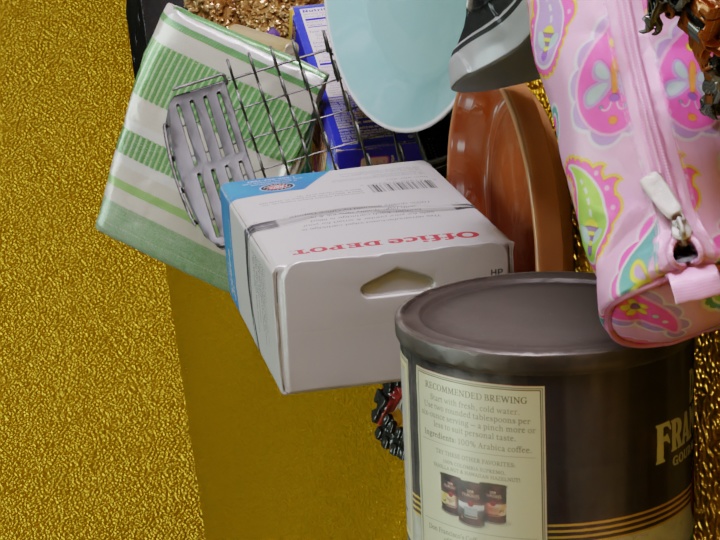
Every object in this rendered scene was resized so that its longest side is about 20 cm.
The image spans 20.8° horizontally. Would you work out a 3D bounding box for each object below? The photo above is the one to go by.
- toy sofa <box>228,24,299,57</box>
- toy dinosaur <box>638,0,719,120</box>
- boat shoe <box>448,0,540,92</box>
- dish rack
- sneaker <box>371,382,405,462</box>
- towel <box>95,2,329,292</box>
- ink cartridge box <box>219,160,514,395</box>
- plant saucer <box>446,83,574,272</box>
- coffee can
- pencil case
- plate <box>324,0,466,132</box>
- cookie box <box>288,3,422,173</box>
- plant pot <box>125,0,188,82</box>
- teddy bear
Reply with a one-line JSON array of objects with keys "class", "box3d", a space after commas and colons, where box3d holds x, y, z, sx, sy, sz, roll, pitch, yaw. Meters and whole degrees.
[{"class": "toy sofa", "box3d": [-0.082, -0.091, 1.574, 0.083, 0.097, 0.201, 24, 122, 49]}, {"class": "toy dinosaur", "box3d": [0.146, -0.157, 0.788, 0.136, 0.102, 0.201, 29, 113, 47]}, {"class": "boat shoe", "box3d": [0.091, -0.150, 1.042, 0.199, 0.073, 0.068, 129, 130, -73]}, {"class": "dish rack", "box3d": [-0.040, -0.104, 1.392, 0.055, 0.199, 0.154, 77, 174, -62]}, {"class": "sneaker", "box3d": [0.088, 0.109, 1.208, 0.200, 0.082, 0.078, 42, 118, 53]}, {"class": "towel", "box3d": [-0.114, -0.089, 1.507, 0.023, 0.152, 0.201, -44, -24, -60]}, {"class": "ink cartridge box", "box3d": [0.000, 0.000, 1.227, 0.200, 0.145, 0.084, -127, 33, -69]}, {"class": "plant saucer", "box3d": [0.092, -0.027, 1.202, 0.200, 0.032, 0.201, 175, 90, -79]}, {"class": "coffee can", "box3d": [0.093, 0.115, 0.971, 0.146, 0.146, 0.201, -131, 37, -71]}, {"class": "pencil case", "box3d": [0.127, -0.067, 0.870, 0.087, 0.087, 0.201, 111, 152, -65]}, {"class": "plate", "box3d": [0.036, -0.192, 1.307, 0.200, 0.026, 0.201, 10, 102, 58]}, {"class": "cookie box", "box3d": [-0.008, -0.090, 1.560, 0.200, 0.075, 0.172, -107, 16, -49]}, {"class": "plant pot", "box3d": [-0.119, -0.218, 1.799, 0.200, 0.177, 0.200, 116, 146, -67]}, {"class": "teddy bear", "box3d": [-0.071, -0.227, 1.644, 0.200, 0.145, 0.067, -61, 10, 10]}]
